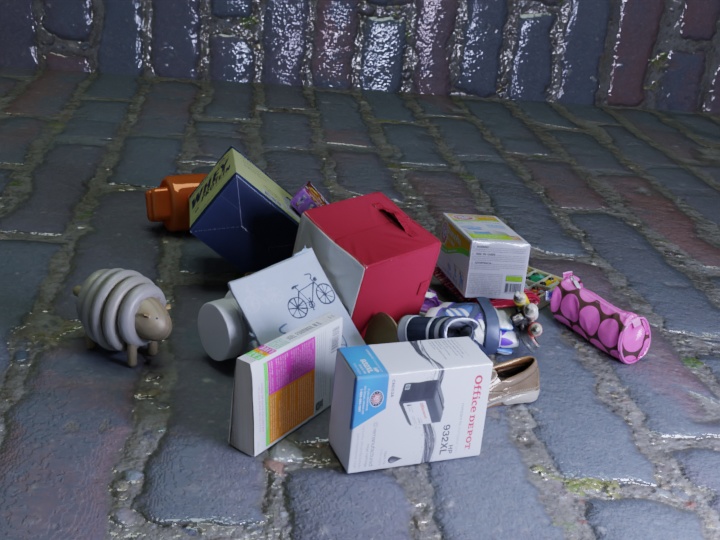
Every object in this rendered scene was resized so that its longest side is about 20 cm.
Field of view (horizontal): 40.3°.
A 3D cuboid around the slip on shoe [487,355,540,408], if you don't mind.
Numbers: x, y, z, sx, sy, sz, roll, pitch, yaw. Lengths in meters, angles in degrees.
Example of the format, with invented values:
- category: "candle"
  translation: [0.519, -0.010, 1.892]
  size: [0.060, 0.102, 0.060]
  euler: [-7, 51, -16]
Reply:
- category: "slip on shoe"
  translation: [0.185, 0.171, 1.466]
  size: [0.197, 0.062, 0.076]
  euler: [-4, 24, -23]

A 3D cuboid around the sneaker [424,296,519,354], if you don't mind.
- category: "sneaker"
  translation: [0.185, 0.104, 1.603]
  size: [0.144, 0.082, 0.200]
  euler: [8, 16, 18]

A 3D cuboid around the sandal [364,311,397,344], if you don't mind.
- category: "sandal"
  translation: [0.067, 0.150, 1.516]
  size: [0.069, 0.078, 0.212]
  euler: [30, 17, -30]

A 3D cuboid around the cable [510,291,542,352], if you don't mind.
- category: "cable"
  translation: [0.289, 0.088, 1.656]
  size: [0.050, 0.098, 0.200]
  euler: [-27, -11, 12]

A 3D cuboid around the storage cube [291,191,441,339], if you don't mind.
- category: "storage cube"
  translation: [0.000, 0.000, 1.645]
  size: [0.178, 0.202, 0.171]
  euler: [-17, 46, -41]

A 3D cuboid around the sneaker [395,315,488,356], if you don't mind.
- category: "sneaker"
  translation: [0.155, 0.117, 1.470]
  size: [0.107, 0.071, 0.199]
  euler: [-4, -22, 46]

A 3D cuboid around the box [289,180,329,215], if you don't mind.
- category: "box"
  translation: [-0.050, -0.077, 1.864]
  size: [0.200, 0.039, 0.137]
  euler: [48, 9, -8]

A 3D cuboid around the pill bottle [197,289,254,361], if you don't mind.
- category: "pill bottle"
  translation: [-0.151, 0.073, 1.549]
  size: [0.198, 0.122, 0.119]
  euler: [-14, 29, -41]

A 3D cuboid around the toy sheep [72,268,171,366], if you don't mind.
- category: "toy sheep"
  translation: [-0.371, 0.062, 1.507]
  size: [0.197, 0.140, 0.138]
  euler: [15, 24, 24]

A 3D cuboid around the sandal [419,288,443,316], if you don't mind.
- category: "sandal"
  translation: [0.092, 0.041, 1.781]
  size: [0.201, 0.051, 0.082]
  euler: [24, 28, 38]

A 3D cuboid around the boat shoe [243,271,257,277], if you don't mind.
- category: "boat shoe"
  translation: [-0.121, 0.027, 1.731]
  size: [0.197, 0.075, 0.075]
  euler: [-8, 25, -30]

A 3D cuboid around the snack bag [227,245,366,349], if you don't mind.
- category: "snack bag"
  translation: [-0.098, 0.077, 1.495]
  size: [0.187, 0.202, 0.021]
  euler: [-25, -7, -42]

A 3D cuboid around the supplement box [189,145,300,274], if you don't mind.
- category: "supplement box"
  translation: [-0.202, -0.096, 1.819]
  size: [0.199, 0.134, 0.200]
  euler: [39, 11, -21]

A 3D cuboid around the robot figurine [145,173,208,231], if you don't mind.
- category: "robot figurine"
  translation: [-0.346, -0.144, 2.047]
  size: [0.197, 0.145, 0.118]
  euler: [-7, 54, -27]

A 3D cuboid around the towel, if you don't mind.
- category: "towel"
  translation: [0.228, 0.023, 1.822]
  size: [0.142, 0.023, 0.200]
  euler: [-3, 23, -21]

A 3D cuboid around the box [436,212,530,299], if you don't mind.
- category: "box"
  translation: [0.216, -0.029, 1.766]
  size: [0.110, 0.103, 0.200]
  euler: [3, 17, -11]

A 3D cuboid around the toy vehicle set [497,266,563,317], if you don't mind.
- category: "toy vehicle set"
  translation: [0.299, 0.037, 1.871]
  size: [0.123, 0.027, 0.199]
  euler: [20, 26, 33]

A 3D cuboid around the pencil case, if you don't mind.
- category: "pencil case"
  translation: [0.415, 0.080, 1.704]
  size: [0.089, 0.095, 0.200]
  euler: [-8, 26, -30]

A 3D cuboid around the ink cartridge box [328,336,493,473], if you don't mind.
- category: "ink cartridge box"
  translation: [0.066, 0.177, 1.308]
  size: [0.197, 0.148, 0.084]
  euler: [-3, 24, -21]

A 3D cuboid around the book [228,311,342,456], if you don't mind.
- category: "book"
  translation: [-0.096, 0.151, 1.351]
  size: [0.048, 0.136, 0.199]
  euler: [18, 25, 31]
